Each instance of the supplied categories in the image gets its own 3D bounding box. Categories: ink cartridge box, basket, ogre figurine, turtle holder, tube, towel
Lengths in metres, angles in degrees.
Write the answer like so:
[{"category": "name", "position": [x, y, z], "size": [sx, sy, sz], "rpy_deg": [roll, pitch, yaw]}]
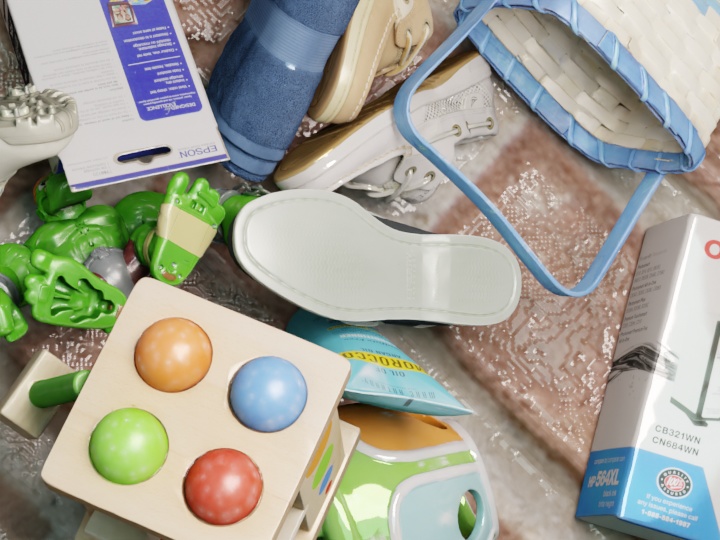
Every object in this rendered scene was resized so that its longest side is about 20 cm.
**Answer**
[{"category": "ink cartridge box", "position": [0.237, 0.080, 1.585], "size": [0.145, 0.084, 0.201], "rpy_deg": [16, 81, -11]}, {"category": "basket", "position": [0.131, -0.107, 1.521], "size": [0.176, 0.139, 0.200], "rpy_deg": [47, 67, -24]}, {"category": "ogre figurine", "position": [-0.156, -0.007, 1.476], "size": [0.200, 0.120, 0.098], "rpy_deg": [-42, 113, -18]}, {"category": "ink cartridge box", "position": [-0.152, -0.121, 1.496], "size": [0.099, 0.039, 0.201], "rpy_deg": [-11, 55, -14]}, {"category": "turtle holder", "position": [0.016, 0.166, 1.494], "size": [0.131, 0.141, 0.186], "rpy_deg": [-21, 87, -16]}, {"category": "tube", "position": [0.001, 0.058, 1.470], "size": [0.077, 0.200, 0.051], "rpy_deg": [6, 97, -16]}, {"category": "towel", "position": [-0.038, -0.157, 1.484], "size": [0.048, 0.112, 0.201], "rpy_deg": [22, 106, -18]}]

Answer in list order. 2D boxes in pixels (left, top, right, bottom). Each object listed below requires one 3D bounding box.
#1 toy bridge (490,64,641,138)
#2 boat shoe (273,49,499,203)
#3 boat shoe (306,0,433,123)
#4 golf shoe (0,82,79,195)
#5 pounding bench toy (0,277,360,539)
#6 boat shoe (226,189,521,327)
[{"category": "toy bridge", "position": [0.107, -0.159, 1.612], "size": [0.067, 0.027, 0.200], "rpy_deg": [-38, 94, -14]}, {"category": "boat shoe", "position": [0.027, -0.074, 1.529], "size": [0.200, 0.071, 0.070], "rpy_deg": [-32, 102, -45]}, {"category": "boat shoe", "position": [0.015, -0.155, 1.530], "size": [0.064, 0.071, 0.200], "rpy_deg": [29, 44, -13]}, {"category": "golf shoe", "position": [-0.229, -0.050, 1.454], "size": [0.078, 0.199, 0.098], "rpy_deg": [-27, 103, -48]}, {"category": "pounding bench toy", "position": [-0.116, 0.084, 1.352], "size": [0.199, 0.156, 0.125], "rpy_deg": [22, 72, 10]}, {"category": "boat shoe", "position": [0.000, 0.000, 1.480], "size": [0.199, 0.060, 0.076], "rpy_deg": [17, 77, -31]}]
